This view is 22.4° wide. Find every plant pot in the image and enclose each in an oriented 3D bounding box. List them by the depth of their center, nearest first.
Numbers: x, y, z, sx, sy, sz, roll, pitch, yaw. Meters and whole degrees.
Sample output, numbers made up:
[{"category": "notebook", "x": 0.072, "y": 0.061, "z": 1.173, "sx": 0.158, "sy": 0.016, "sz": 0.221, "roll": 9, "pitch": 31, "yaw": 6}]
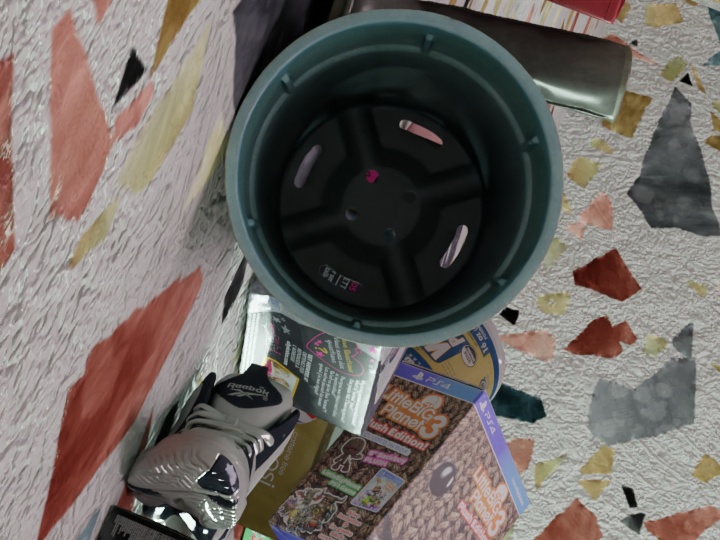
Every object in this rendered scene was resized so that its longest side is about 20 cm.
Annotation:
[{"category": "plant pot", "x": 0.016, "y": -0.049, "z": 1.161, "sx": 0.196, "sy": 0.200, "sz": 0.201, "roll": 125, "pitch": -12, "yaw": -86}]

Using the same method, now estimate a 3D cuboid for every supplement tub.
[{"category": "supplement tub", "x": 0.033, "y": 0.113, "z": 1.750, "sx": 0.200, "sy": 0.145, "sz": 0.145, "roll": -37, "pitch": 153, "yaw": -45}]

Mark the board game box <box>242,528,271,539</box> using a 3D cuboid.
[{"category": "board game box", "x": -0.070, "y": 0.211, "z": 1.853, "sx": 0.200, "sy": 0.029, "sz": 0.135, "roll": -60, "pitch": 168, "yaw": -47}]

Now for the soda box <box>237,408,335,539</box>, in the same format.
[{"category": "soda box", "x": -0.056, "y": 0.131, "z": 1.586, "sx": 0.068, "sy": 0.064, "sz": 0.200, "roll": -38, "pitch": 149, "yaw": -75}]

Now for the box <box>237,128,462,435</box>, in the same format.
[{"category": "box", "x": 0.000, "y": 0.000, "z": 1.402, "sx": 0.132, "sy": 0.115, "sz": 0.200, "roll": 103, "pitch": 12, "yaw": -53}]

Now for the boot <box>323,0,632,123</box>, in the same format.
[{"category": "boot", "x": 0.081, "y": -0.148, "z": 1.217, "sx": 0.182, "sy": 0.200, "sz": 0.073, "roll": -33, "pitch": 144, "yaw": -77}]

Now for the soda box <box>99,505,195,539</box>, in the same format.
[{"category": "soda box", "x": -0.167, "y": 0.258, "z": 1.172, "sx": 0.071, "sy": 0.063, "sz": 0.200, "roll": 79, "pitch": 35, "yaw": -76}]

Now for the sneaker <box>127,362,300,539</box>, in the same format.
[{"category": "sneaker", "x": -0.092, "y": 0.109, "z": 1.214, "sx": 0.199, "sy": 0.079, "sz": 0.130, "roll": 95, "pitch": 17, "yaw": -66}]

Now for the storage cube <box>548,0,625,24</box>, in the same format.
[{"category": "storage cube", "x": 0.129, "y": -0.299, "z": 1.201, "sx": 0.200, "sy": 0.180, "sz": 0.171, "roll": -57, "pitch": 167, "yaw": -50}]

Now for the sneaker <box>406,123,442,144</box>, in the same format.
[{"category": "sneaker", "x": 0.050, "y": -0.057, "z": 1.737, "sx": 0.105, "sy": 0.075, "sz": 0.200, "roll": -60, "pitch": 173, "yaw": -65}]

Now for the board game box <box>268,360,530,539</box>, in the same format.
[{"category": "board game box", "x": 0.038, "y": 0.211, "z": 1.592, "sx": 0.200, "sy": 0.097, "sz": 0.160, "roll": -49, "pitch": 136, "yaw": -27}]
